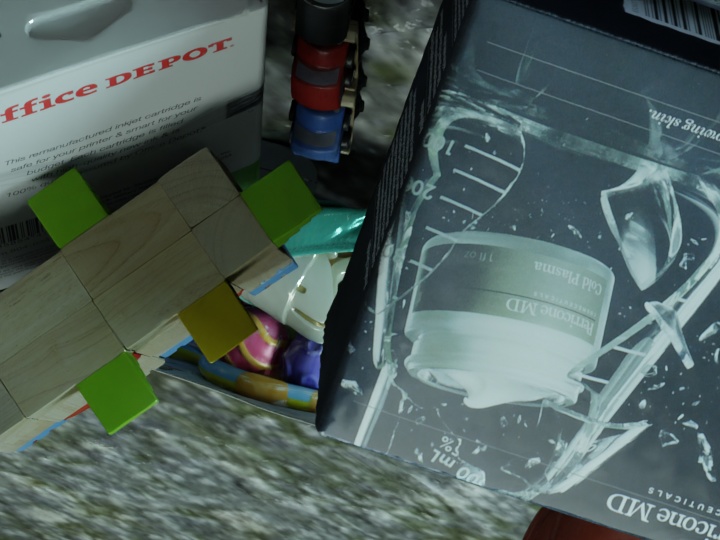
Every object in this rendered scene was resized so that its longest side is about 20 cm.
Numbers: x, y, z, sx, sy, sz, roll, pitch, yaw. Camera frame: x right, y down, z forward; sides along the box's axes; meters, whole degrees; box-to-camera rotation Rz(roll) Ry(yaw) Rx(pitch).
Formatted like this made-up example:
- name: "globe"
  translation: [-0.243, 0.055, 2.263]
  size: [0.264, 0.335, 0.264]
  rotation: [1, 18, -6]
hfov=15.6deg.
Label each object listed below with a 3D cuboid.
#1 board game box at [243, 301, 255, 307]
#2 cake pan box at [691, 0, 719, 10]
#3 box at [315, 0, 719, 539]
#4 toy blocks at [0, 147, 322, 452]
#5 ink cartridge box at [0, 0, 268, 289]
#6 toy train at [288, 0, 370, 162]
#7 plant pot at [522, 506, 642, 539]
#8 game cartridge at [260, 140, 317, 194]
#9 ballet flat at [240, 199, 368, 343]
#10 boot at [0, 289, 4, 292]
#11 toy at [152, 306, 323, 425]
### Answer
- name: "board game box"
  translation: [-0.096, 0.001, 1.395]
  size: [0.199, 0.020, 0.103]
  rotation: [20, 159, -23]
- name: "cake pan box"
  translation: [0.128, -0.160, 0.930]
  size: [0.199, 0.053, 0.184]
  rotation: [18, 160, -16]
- name: "box"
  translation: [0.106, -0.013, 1.056]
  size: [0.199, 0.124, 0.197]
  rotation: [18, 114, -5]
- name: "toy blocks"
  translation: [-0.107, 0.017, 1.152]
  size: [0.200, 0.100, 0.137]
  rotation: [-35, 175, 0]
- name: "ink cartridge box"
  translation: [-0.121, -0.081, 1.128]
  size: [0.145, 0.084, 0.200]
  rotation: [-19, 161, -11]
- name: "toy train"
  translation: [-0.015, -0.095, 1.167]
  size: [0.034, 0.046, 0.200]
  rotation: [10, 159, 2]
- name: "plant pot"
  translation: [0.192, 0.141, 1.343]
  size: [0.200, 0.201, 0.195]
  rotation: [12, 149, -3]
- name: "game cartridge"
  translation: [-0.130, -0.047, 1.364]
  size: [0.199, 0.041, 0.133]
  rotation: [14, 155, -9]
- name: "ballet flat"
  translation: [0.000, 0.000, 1.304]
  size: [0.199, 0.071, 0.067]
  rotation: [-4, 152, -3]
- name: "boot"
  translation: [-0.224, -0.017, 1.226]
  size: [0.069, 0.200, 0.174]
  rotation: [-39, 149, 2]
- name: "toy"
  translation: [-0.049, 0.042, 1.351]
  size: [0.199, 0.047, 0.115]
  rotation: [12, -175, 36]
